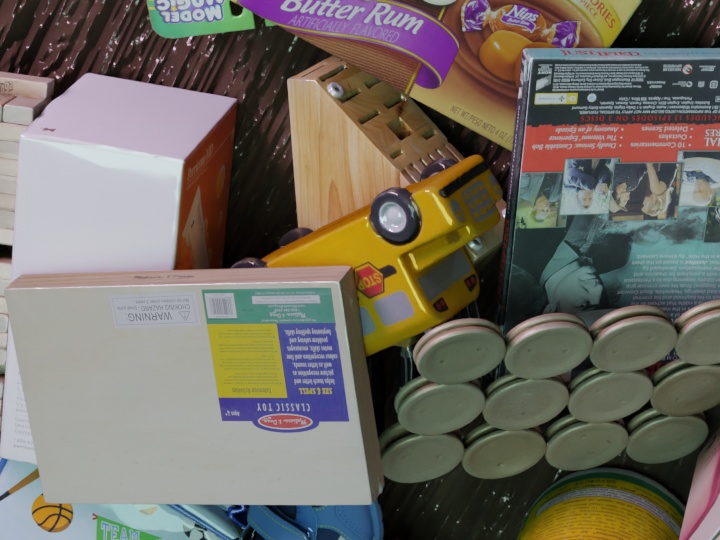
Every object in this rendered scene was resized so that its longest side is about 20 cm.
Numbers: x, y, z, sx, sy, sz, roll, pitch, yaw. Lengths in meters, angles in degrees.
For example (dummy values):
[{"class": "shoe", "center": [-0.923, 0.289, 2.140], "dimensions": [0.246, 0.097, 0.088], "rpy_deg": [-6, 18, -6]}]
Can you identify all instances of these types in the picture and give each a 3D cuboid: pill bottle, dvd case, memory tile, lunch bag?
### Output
[{"class": "pill bottle", "center": [0.130, 0.199, 1.604], "dimensions": [0.113, 0.200, 0.113], "rpy_deg": [4, 111, 11]}, {"class": "dvd case", "center": [0.150, -0.028, 1.579], "dimensions": [0.146, 0.022, 0.200], "rpy_deg": [-2, 114, -13]}, {"class": "memory tile", "center": [0.115, 0.068, 1.586], "dimensions": [0.200, 0.017, 0.153], "rpy_deg": [-4, 144, -15]}, {"class": "lunch bag", "center": [-0.141, 0.176, 1.728], "dimensions": [0.200, 0.076, 0.160], "rpy_deg": [32, 111, 1]}]

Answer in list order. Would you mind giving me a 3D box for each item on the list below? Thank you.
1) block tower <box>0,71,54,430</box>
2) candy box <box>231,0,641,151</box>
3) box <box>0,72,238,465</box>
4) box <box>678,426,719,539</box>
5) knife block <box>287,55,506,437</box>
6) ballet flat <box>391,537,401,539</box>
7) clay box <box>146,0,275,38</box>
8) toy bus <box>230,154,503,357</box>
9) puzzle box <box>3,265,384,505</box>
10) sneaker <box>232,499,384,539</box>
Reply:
[{"class": "block tower", "center": [-0.217, -0.012, 1.627], "dimensions": [0.054, 0.058, 0.200], "rpy_deg": [8, 102, 4]}, {"class": "candy box", "center": [0.038, -0.159, 1.543], "dimensions": [0.200, 0.056, 0.117], "rpy_deg": [27, 113, -20]}, {"class": "box", "center": [-0.139, 0.003, 1.637], "dimensions": [0.097, 0.124, 0.200], "rpy_deg": [10, 112, 9]}, {"class": "box", "center": [0.255, 0.138, 1.553], "dimensions": [0.128, 0.200, 0.109], "rpy_deg": [37, 112, -1]}, {"class": "knife block", "center": [0.000, 0.000, 1.632], "dimensions": [0.200, 0.064, 0.176], "rpy_deg": [48, 124, 6]}, {"class": "ballet flat", "center": [0.034, 0.248, 1.726], "dimensions": [0.075, 0.068, 0.200], "rpy_deg": [4, 118, -11]}, {"class": "clay box", "center": [-0.074, -0.234, 1.567], "dimensions": [0.115, 0.048, 0.200], "rpy_deg": [-6, 109, 1]}, {"class": "toy bus", "center": [-0.006, 0.007, 1.559], "dimensions": [0.200, 0.065, 0.078], "rpy_deg": [-25, 95, 35]}, {"class": "puzzle box", "center": [-0.091, 0.065, 1.557], "dimensions": [0.200, 0.025, 0.133], "rpy_deg": [-1, 110, 19]}, {"class": "sneaker", "center": [-0.036, 0.162, 1.624], "dimensions": [0.074, 0.082, 0.200], "rpy_deg": [37, 143, 46]}]
